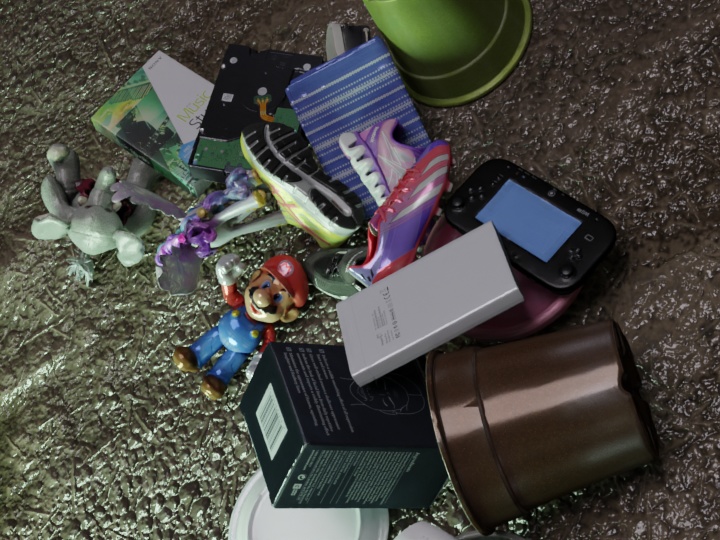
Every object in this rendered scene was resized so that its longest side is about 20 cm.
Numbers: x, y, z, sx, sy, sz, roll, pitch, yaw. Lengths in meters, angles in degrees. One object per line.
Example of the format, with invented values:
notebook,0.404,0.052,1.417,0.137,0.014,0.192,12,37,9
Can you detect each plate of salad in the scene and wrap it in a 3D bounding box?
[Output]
plate of salad,-0.058,0.299,1.690,0.198,0.048,0.202,-8,64,18

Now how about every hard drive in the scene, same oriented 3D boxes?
hard drive,0.072,0.034,1.592,0.199,0.027,0.132,-29,34,10
hard drive,-0.136,-0.204,1.959,0.139,0.038,0.201,9,63,12

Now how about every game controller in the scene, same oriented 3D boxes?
game controller,0.189,-0.052,1.647,0.200,0.042,0.105,35,83,33

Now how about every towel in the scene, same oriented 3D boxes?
towel,0.006,-0.174,1.840,0.144,0.024,0.201,-25,91,18

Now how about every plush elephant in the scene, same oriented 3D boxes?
plush elephant,-0.355,-0.079,1.989,0.155,0.163,0.202,175,108,-76

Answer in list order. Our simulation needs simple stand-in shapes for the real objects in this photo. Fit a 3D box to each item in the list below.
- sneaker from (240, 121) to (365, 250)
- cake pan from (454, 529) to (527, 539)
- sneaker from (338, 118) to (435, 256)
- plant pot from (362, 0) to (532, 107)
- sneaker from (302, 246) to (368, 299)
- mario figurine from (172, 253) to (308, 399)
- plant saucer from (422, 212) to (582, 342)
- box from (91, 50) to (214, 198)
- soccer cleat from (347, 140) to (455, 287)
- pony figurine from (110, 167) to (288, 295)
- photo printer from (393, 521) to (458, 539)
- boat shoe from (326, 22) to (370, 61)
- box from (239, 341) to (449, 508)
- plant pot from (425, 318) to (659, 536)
sneaker,-0.085,-0.101,1.847,0.078,0.090,0.200,-33,73,-33
cake pan,0.131,0.373,1.539,0.199,0.037,0.202,-14,60,26
sneaker,0.057,-0.103,1.776,0.088,0.080,0.201,-33,74,3
plant pot,0.085,-0.336,1.828,0.199,0.190,0.202,-14,60,26
sneaker,0.000,0.000,1.776,0.199,0.090,0.067,17,75,37
mario figurine,-0.146,0.062,1.821,0.200,0.123,0.106,-49,30,8
plant saucer,0.169,-0.007,1.688,0.199,0.051,0.202,-11,61,21
box,-0.250,-0.203,2.017,0.199,0.036,0.145,32,69,24
soccer cleat,0.050,-0.068,1.695,0.067,0.076,0.201,147,145,-71
pony figurine,-0.204,-0.053,1.873,0.199,0.193,0.168,-29,71,14
photo printer,0.055,0.372,1.519,0.200,0.069,0.166,-47,51,4
boat shoe,-0.002,-0.231,1.913,0.060,0.074,0.202,-5,65,-12
box,-0.011,0.170,1.607,0.107,0.199,0.149,-63,35,35
plant pot,0.193,0.151,1.523,0.197,0.200,0.202,-19,58,15
